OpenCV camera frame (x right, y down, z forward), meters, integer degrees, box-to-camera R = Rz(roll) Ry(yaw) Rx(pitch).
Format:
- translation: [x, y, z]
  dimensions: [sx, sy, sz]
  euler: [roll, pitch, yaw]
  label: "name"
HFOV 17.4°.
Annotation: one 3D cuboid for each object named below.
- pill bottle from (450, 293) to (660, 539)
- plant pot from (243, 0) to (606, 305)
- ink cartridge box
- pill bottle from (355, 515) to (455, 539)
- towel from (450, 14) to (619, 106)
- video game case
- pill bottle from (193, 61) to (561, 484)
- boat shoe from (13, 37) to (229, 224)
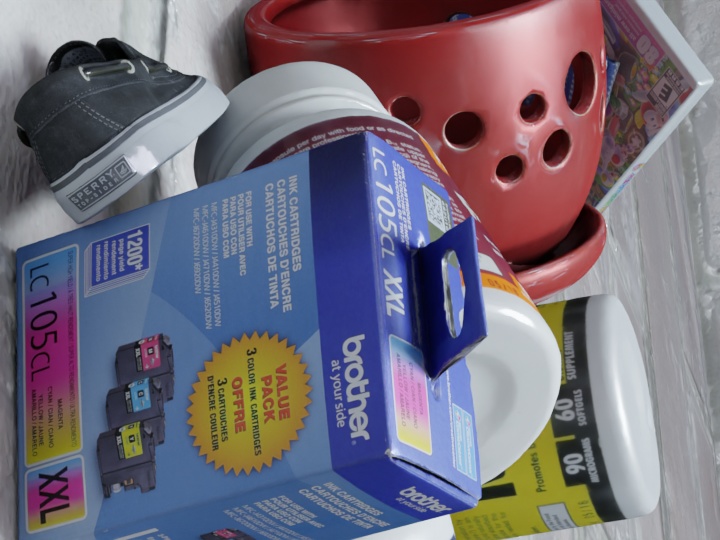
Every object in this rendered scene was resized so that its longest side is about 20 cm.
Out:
- translation: [0.044, 0.084, 1.194]
  dimensions: [0.114, 0.200, 0.114]
  euler: [-11, 90, -77]
  label: "pill bottle"
- translation: [0.043, -0.075, 1.341]
  dimensions: [0.200, 0.200, 0.183]
  euler: [-62, 146, -69]
  label: "plant pot"
- translation: [-0.033, 0.035, 0.912]
  dimensions: [0.076, 0.200, 0.137]
  euler: [35, 44, -55]
  label: "ink cartridge box"
- translation: [-0.007, 0.161, 1.101]
  dimensions: [0.120, 0.120, 0.200]
  euler: [-36, 113, -75]
  label: "pill bottle"
- translation: [0.068, -0.116, 1.461]
  dimensions: [0.024, 0.200, 0.145]
  euler: [-16, 133, -40]
  label: "towel"
- translation: [0.118, -0.104, 1.438]
  dimensions: [0.018, 0.200, 0.143]
  euler: [-15, 63, -41]
  label: "video game case"
- translation: [0.000, 0.000, 1.044]
  dimensions: [0.200, 0.114, 0.114]
  euler: [60, -4, 46]
  label: "pill bottle"
- translation: [-0.109, -0.069, 1.005]
  dimensions: [0.066, 0.070, 0.200]
  euler: [53, 13, -6]
  label: "boat shoe"
